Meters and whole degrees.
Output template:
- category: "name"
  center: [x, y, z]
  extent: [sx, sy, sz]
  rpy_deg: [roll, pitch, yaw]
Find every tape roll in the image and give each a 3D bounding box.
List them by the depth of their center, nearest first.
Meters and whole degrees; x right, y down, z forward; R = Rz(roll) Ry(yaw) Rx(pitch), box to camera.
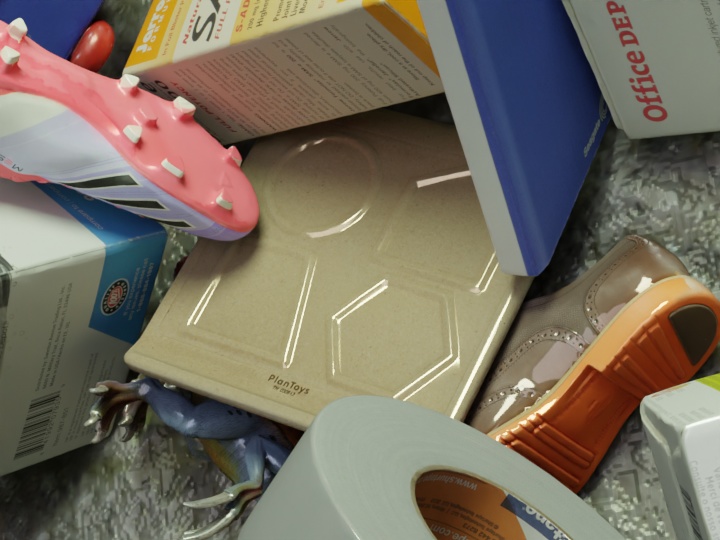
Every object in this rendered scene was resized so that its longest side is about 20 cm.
- category: "tape roll"
  center: [0.048, 0.140, 0.734]
  extent: [0.200, 0.200, 0.066]
  rpy_deg: [44, 109, 27]

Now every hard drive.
- category: "hard drive"
  center: [0.074, -0.114, 0.816]
  extent: [0.025, 0.200, 0.132]
  rpy_deg: [6, 49, 27]

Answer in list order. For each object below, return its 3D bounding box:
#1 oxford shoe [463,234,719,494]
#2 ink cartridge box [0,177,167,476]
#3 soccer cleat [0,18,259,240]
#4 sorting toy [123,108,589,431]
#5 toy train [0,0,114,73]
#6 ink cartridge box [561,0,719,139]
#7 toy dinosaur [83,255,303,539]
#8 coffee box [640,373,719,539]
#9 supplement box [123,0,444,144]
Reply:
- category: "oxford shoe"
  center: [0.087, 0.064, 0.876]
  extent: [0.200, 0.071, 0.073]
  rpy_deg: [-40, 44, 7]
- category: "ink cartridge box"
  center: [-0.213, 0.037, 0.912]
  extent: [0.084, 0.200, 0.146]
  rpy_deg: [38, 124, 27]
- category: "soccer cleat"
  center: [-0.145, -0.065, 0.896]
  extent: [0.076, 0.200, 0.067]
  rpy_deg: [-46, 25, 34]
- category: "sorting toy"
  center: [0.000, 0.000, 0.909]
  extent: [0.185, 0.037, 0.200]
  rpy_deg: [17, 61, 27]
- category: "toy train"
  center: [-0.187, -0.141, 0.961]
  extent: [0.200, 0.085, 0.116]
  rpy_deg: [-58, 25, 0]
- category: "ink cartridge box"
  center: [0.203, -0.142, 0.811]
  extent: [0.199, 0.148, 0.086]
  rpy_deg: [-2, 55, 24]
- category: "toy dinosaur"
  center: [-0.048, 0.093, 0.910]
  extent: [0.181, 0.105, 0.201]
  rpy_deg: [15, 76, 13]
- category: "coffee box"
  center: [0.233, 0.120, 0.666]
  extent: [0.197, 0.200, 0.201]
  rpy_deg: [-17, 87, 4]
- category: "supplement box"
  center: [-0.019, -0.148, 0.903]
  extent: [0.200, 0.073, 0.126]
  rpy_deg: [-9, 54, 46]
